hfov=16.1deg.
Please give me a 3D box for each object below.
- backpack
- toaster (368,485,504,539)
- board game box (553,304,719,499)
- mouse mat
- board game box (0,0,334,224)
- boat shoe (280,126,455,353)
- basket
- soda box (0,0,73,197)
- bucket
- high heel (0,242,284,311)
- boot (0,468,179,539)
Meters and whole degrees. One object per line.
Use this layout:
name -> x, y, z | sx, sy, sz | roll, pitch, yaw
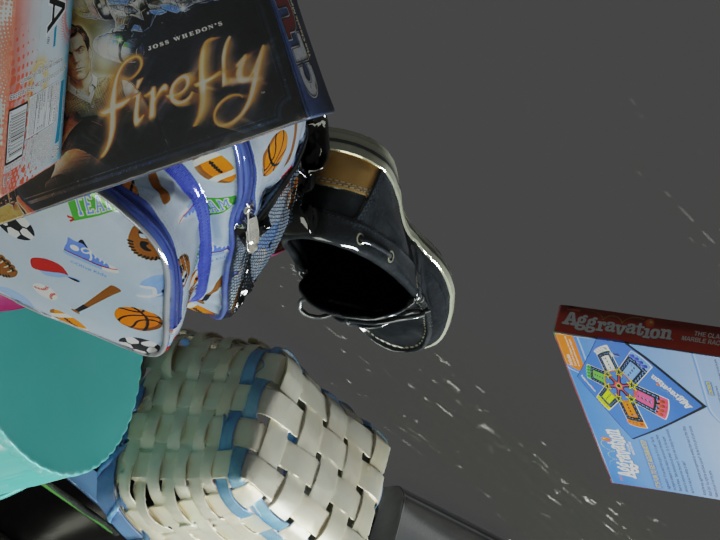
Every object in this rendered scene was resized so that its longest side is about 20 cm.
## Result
backpack -> -0.112, -0.071, 1.094 | 0.199, 0.155, 0.191 | 20, 142, 3
toaster -> 0.009, 0.251, 1.675 | 0.118, 0.182, 0.200 | 30, 154, -26
board game box -> 0.171, 0.077, 1.383 | 0.102, 0.020, 0.200 | 7, 155, 18
mouse mat -> -0.234, 0.093, 1.518 | 0.160, 0.008, 0.200 | 31, 169, 26
board game box -> -0.125, -0.094, 0.987 | 0.199, 0.136, 0.035 | -18, -178, 17
boat shoe -> 0.000, 0.000, 1.276 | 0.074, 0.063, 0.200 | 8, 157, 16
basket -> -0.094, 0.117, 1.497 | 0.199, 0.140, 0.176 | -9, 144, 33
soda box -> -0.141, -0.132, 0.921 | 0.068, 0.201, 0.064 | 11, -162, 12
bucket -> -0.211, 0.026, 1.302 | 0.134, 0.208, 0.207 | -9, 148, 25
high heel -> -0.117, -0.015, 1.224 | 0.096, 0.068, 0.200 | 12, -159, 26
boot -> -0.220, 0.204, 1.753 | 0.210, 0.159, 0.079 | 4, 154, 27
